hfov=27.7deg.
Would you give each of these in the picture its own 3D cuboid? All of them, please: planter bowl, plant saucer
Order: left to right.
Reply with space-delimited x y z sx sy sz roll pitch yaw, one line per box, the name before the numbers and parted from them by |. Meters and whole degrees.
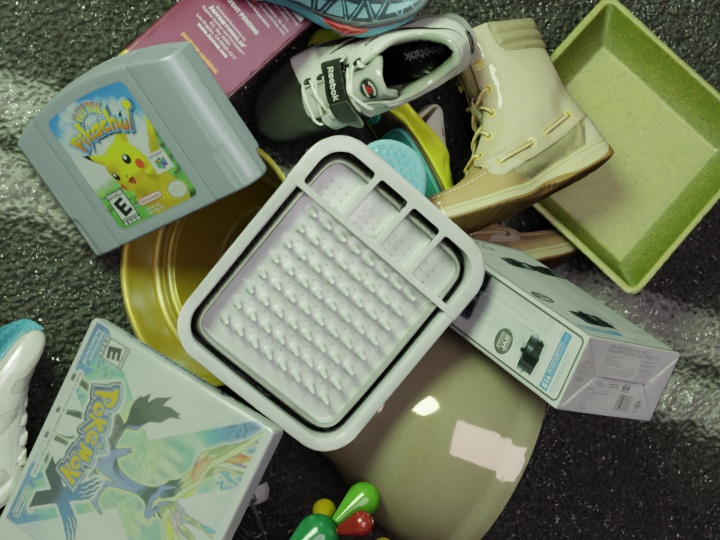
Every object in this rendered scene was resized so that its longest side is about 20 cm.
planter bowl | -0.099 -0.006 1.200 0.083 0.199 0.203 5 89 -55
planter bowl | 0.046 0.124 1.212 0.134 0.200 0.202 27 83 -14
plant saucer | 0.230 -0.110 1.326 0.200 0.048 0.200 43 78 3

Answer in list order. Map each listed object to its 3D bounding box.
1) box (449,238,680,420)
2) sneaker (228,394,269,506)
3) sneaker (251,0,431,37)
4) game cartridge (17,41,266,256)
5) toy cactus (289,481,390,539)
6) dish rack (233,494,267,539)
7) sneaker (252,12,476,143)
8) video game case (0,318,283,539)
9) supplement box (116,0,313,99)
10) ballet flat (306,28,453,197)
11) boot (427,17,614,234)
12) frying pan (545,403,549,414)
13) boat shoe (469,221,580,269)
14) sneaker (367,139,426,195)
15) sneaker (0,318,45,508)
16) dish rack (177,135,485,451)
box | 0.140 0.041 1.156 0.116 0.200 0.061 12 107 -39
sneaker | -0.176 0.150 1.212 0.198 0.073 0.113 -6 89 -26
sneaker | -0.031 -0.232 1.118 0.198 0.095 0.080 8 87 -16
game cartridge | -0.179 -0.097 1.143 0.134 0.199 0.040 58 39 -12
toy cactus | -0.055 0.251 1.123 0.200 0.102 0.165 -49 147 9
dish rack | -0.130 0.256 1.193 0.153 0.055 0.201 -27 128 -16
sneaker | -0.003 -0.157 1.193 0.199 0.089 0.075 -23 102 12
video game case | -0.175 0.166 1.112 0.181 0.022 0.201 28 95 23
supplement box | -0.109 -0.200 1.202 0.200 0.110 0.086 -45 101 -13
ballet flat | 0.033 -0.138 1.275 0.067 0.067 0.200 -45 102 -23
boot | 0.104 -0.124 1.245 0.199 0.073 0.156 -25 83 -23
frying pan | 0.133 0.115 1.310 0.031 0.116 0.191 11 132 -15
boat shoe | 0.109 -0.020 1.295 0.198 0.071 0.065 -10 72 -29
sneaker | 0.000 0.000 1.196 0.079 0.131 0.202 18 83 -8
sneaker | -0.299 0.134 1.171 0.080 0.076 0.201 28 89 -23
dish rack | -0.024 0.016 1.092 0.171 0.044 0.200 40 91 -19
